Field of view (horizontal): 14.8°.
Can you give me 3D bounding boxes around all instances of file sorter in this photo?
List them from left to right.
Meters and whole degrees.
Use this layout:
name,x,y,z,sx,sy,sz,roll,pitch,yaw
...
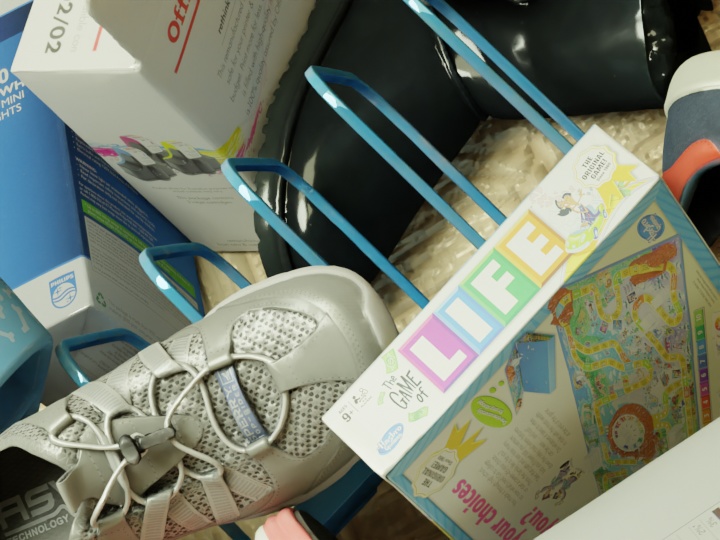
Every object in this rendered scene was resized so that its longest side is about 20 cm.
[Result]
name,x,y,z,sx,sy,sz,roll,pitch,yaw
file sorter,0.000,0.000,1.051,0.123,0.139,0.200,44,98,5

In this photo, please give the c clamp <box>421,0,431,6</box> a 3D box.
name,x,y,z,sx,sy,sz,roll,pitch,yaw
c clamp,0.062,-0.194,1.123,0.171,0.027,0.201,-51,28,38

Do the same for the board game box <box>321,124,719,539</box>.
name,x,y,z,sx,sy,sz,roll,pitch,yaw
board game box,0.079,0.049,0.980,0.135,0.200,0.034,-47,57,-3

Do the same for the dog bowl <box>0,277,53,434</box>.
name,x,y,z,sx,sy,sz,roll,pitch,yaw
dog bowl,-0.165,0.064,1.048,0.049,0.200,0.112,36,66,4

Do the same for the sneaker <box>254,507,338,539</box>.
name,x,y,z,sx,sy,sz,roll,pitch,yaw
sneaker,-0.007,0.187,0.956,0.086,0.074,0.201,-28,80,5

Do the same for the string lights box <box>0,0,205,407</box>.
name,x,y,z,sx,sy,sz,roll,pitch,yaw
string lights box,-0.124,-0.033,1.206,0.059,0.103,0.201,-26,52,18

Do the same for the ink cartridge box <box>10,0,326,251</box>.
name,x,y,z,sx,sy,sz,roll,pitch,yaw
ink cartridge box,-0.075,-0.104,1.157,0.067,0.200,0.116,1,63,30

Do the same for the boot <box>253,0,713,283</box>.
name,x,y,z,sx,sy,sz,roll,pitch,yaw
boot,0.055,-0.074,1.145,0.167,0.076,0.201,-2,58,32

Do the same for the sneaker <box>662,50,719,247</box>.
name,x,y,z,sx,sy,sz,roll,pitch,yaw
sneaker,0.204,-0.039,1.047,0.199,0.075,0.085,-5,60,37

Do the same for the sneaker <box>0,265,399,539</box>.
name,x,y,z,sx,sy,sz,roll,pitch,yaw
sneaker,-0.071,0.067,0.951,0.199,0.082,0.075,-32,87,24

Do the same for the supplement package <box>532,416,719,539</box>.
name,x,y,z,sx,sy,sz,roll,pitch,yaw
supplement package,0.134,0.129,0.929,0.199,0.114,0.110,-32,46,-8
